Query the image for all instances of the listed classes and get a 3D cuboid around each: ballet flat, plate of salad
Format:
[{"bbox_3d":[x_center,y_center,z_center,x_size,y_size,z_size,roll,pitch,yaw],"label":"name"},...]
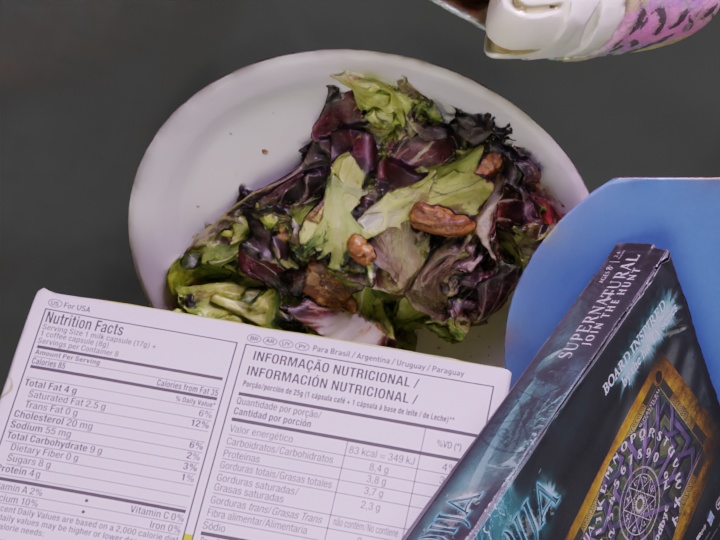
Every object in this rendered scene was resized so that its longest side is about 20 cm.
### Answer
[{"bbox_3d":[0.035,-0.117,0.810,0.200,0.071,0.069,23,127,-7],"label":"ballet flat"},{"bbox_3d":[0.000,0.000,0.920,0.200,0.048,0.200,6,127,8],"label":"plate of salad"}]

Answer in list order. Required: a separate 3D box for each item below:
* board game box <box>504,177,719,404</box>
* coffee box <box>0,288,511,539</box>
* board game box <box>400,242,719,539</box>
[{"bbox_3d":[0.158,0.018,0.909,0.200,0.039,0.158,-1,126,3],"label":"board game box"},{"bbox_3d":[-0.053,0.152,0.923,0.200,0.198,0.200,9,146,6],"label":"coffee box"},{"bbox_3d":[0.079,0.102,0.831,0.028,0.200,0.135,4,129,37],"label":"board game box"}]
